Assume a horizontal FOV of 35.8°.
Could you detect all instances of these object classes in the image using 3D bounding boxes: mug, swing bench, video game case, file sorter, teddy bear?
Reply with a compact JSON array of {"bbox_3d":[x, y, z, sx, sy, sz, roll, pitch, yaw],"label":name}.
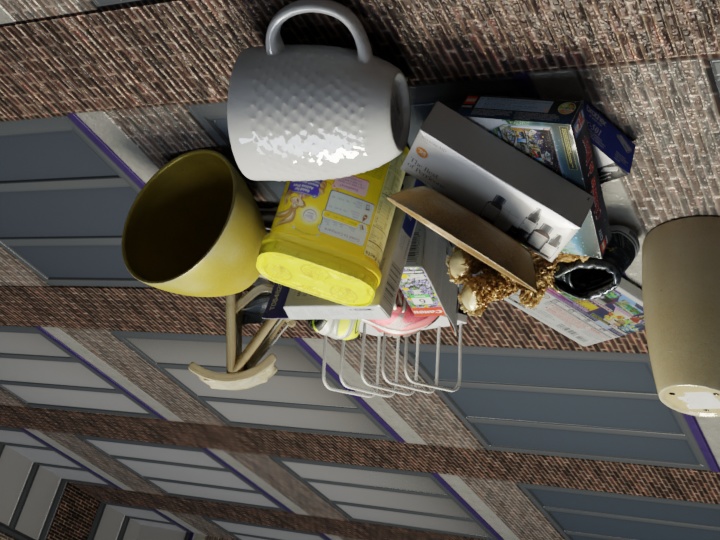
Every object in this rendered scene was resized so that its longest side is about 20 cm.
[{"bbox_3d":[-0.042,-0.196,1.213,0.173,0.148,0.202,2,121,17],"label":"mug"},{"bbox_3d":[-0.171,0.091,1.716,0.128,0.202,0.199,17,171,-1],"label":"swing bench"},{"bbox_3d":[0.312,0.041,1.587,0.199,0.023,0.182,30,152,-23],"label":"video game case"},{"bbox_3d":[0.048,0.129,1.762,0.138,0.126,0.199,17,160,-42],"label":"file sorter"},{"bbox_3d":[0.199,-0.019,1.384,0.067,0.200,0.145,44,-174,-44],"label":"teddy bear"}]

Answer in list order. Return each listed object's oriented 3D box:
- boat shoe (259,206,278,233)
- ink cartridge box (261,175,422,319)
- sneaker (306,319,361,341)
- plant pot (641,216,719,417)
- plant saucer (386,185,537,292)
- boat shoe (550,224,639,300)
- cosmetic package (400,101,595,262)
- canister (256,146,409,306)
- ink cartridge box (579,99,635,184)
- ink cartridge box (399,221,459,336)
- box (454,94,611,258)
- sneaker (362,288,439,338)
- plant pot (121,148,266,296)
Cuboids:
[{"bbox_3d":[-0.163,-0.057,1.631,0.198,0.058,0.067,0,150,31],"label":"boat shoe"},{"bbox_3d":[-0.029,-0.030,1.443,0.198,0.201,0.041,-3,147,31],"label":"ink cartridge box"},{"bbox_3d":[0.000,0.000,1.503,0.076,0.202,0.075,30,177,-31],"label":"sneaker"},{"bbox_3d":[0.427,0.069,1.366,0.185,0.202,0.188,13,154,6],"label":"plant pot"},{"bbox_3d":[0.122,-0.043,1.253,0.199,0.036,0.200,32,-178,-1],"label":"plant saucer"},{"bbox_3d":[0.255,-0.004,1.431,0.199,0.091,0.071,-14,115,40],"label":"boat shoe"},{"bbox_3d":[0.146,-0.094,1.207,0.199,0.051,0.083,32,148,3],"label":"cosmetic package"},{"bbox_3d":[-0.028,-0.075,1.350,0.147,0.202,0.087,18,155,-3],"label":"canister"},{"bbox_3d":[0.209,-0.125,1.290,0.094,0.045,0.199,34,150,-28],"label":"ink cartridge box"},{"bbox_3d":[0.092,-0.001,1.527,0.050,0.110,0.200,-3,149,18],"label":"ink cartridge box"},{"bbox_3d":[0.195,-0.103,1.238,0.135,0.038,0.201,9,142,31],"label":"box"},{"bbox_3d":[0.020,0.040,1.565,0.197,0.075,0.087,7,150,-2],"label":"sneaker"},{"bbox_3d":[-0.207,-0.044,1.532,0.198,0.202,0.142,-3,153,35],"label":"plant pot"}]
